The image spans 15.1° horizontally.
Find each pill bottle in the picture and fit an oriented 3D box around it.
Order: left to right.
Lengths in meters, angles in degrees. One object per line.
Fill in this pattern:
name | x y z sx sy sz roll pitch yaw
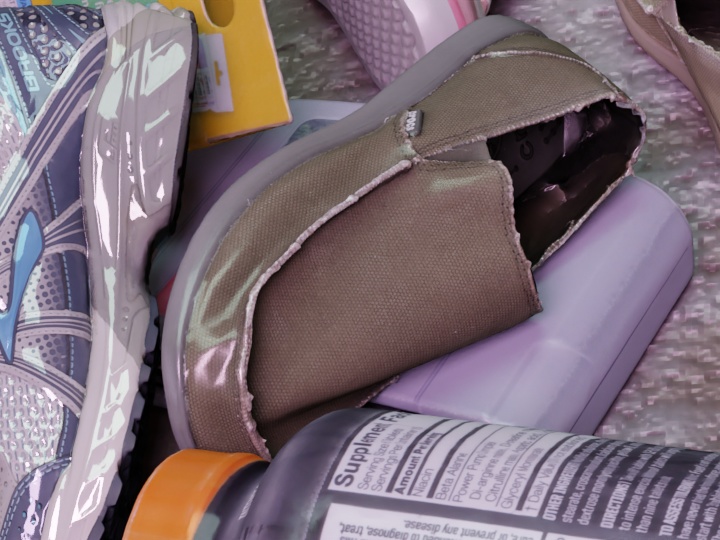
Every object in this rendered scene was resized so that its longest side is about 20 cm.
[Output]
pill bottle | 0.037 0.093 0.707 0.199 0.107 0.106 6 43 23

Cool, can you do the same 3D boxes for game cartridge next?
game cartridge | 0.000 0.000 0.886 0.199 0.041 0.133 12 42 28

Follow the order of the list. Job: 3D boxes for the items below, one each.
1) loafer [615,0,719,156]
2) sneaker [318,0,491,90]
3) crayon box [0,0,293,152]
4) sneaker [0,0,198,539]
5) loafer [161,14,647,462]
loafer | 0.134 -0.096 0.932 0.075 0.069 0.200 -17 39 -4
sneaker | 0.031 -0.127 0.979 0.104 0.076 0.200 -21 25 -7
crayon box | -0.105 -0.093 0.908 0.199 0.127 0.051 -11 5 34
sneaker | -0.102 0.014 0.813 0.086 0.078 0.201 8 73 -2
loafer | 0.017 -0.011 0.806 0.069 0.075 0.200 15 47 36
